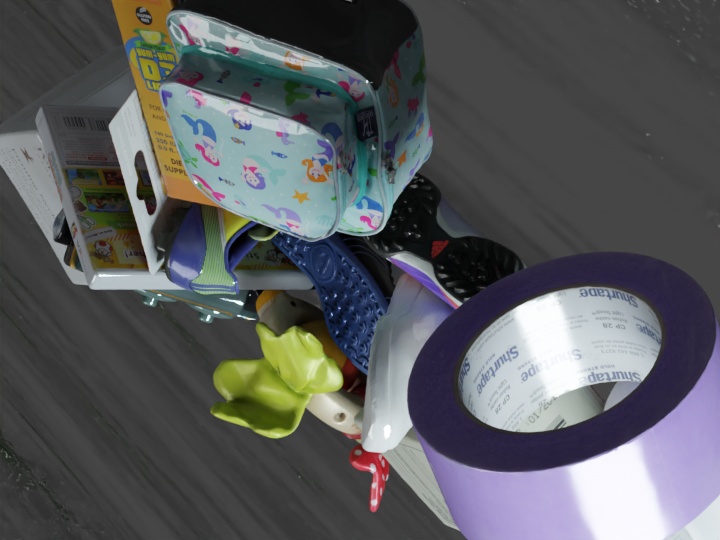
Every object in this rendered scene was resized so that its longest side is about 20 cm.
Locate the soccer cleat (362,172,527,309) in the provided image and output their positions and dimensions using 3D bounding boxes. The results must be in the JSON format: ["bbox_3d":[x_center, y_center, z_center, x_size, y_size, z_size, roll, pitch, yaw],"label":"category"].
[{"bbox_3d":[0.064,-0.009,1.676,0.200,0.068,0.073,38,171,46],"label":"soccer cleat"}]

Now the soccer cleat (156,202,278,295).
[{"bbox_3d":[-0.085,-0.061,1.790,0.083,0.201,0.065,17,148,17],"label":"soccer cleat"}]

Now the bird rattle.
[{"bbox_3d":[-0.018,0.087,1.840,0.199,0.113,0.164,25,-149,-30],"label":"bird rattle"}]

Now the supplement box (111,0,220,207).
[{"bbox_3d":[-0.126,-0.147,1.685,0.066,0.069,0.201,12,131,33],"label":"supplement box"}]

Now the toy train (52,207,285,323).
[{"bbox_3d":[-0.158,-0.008,1.906,0.199,0.086,0.114,19,-179,-19],"label":"toy train"}]

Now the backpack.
[{"bbox_3d":[-0.041,-0.111,1.607,0.177,0.151,0.200,20,154,21],"label":"backpack"}]

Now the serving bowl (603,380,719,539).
[{"bbox_3d":[0.227,0.157,1.543,0.200,0.066,0.200,47,162,21],"label":"serving bowl"}]

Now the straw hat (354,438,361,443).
[{"bbox_3d":[0.023,0.107,1.953,0.201,0.085,0.201,48,161,22],"label":"straw hat"}]

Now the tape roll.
[{"bbox_3d":[0.134,0.084,1.424,0.200,0.199,0.085,32,152,50],"label":"tape roll"}]

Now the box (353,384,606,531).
[{"bbox_3d":[0.106,0.130,1.713,0.128,0.109,0.200,49,166,-20],"label":"box"}]

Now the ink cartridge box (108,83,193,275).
[{"bbox_3d":[-0.149,-0.124,1.786,0.057,0.200,0.163,16,140,26],"label":"ink cartridge box"}]

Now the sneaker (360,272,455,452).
[{"bbox_3d":[0.053,0.065,1.644,0.088,0.200,0.076,12,122,7],"label":"sneaker"}]

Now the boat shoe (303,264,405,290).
[{"bbox_3d":[-0.038,-0.016,1.917,0.200,0.068,0.072,40,158,39],"label":"boat shoe"}]

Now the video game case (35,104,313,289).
[{"bbox_3d":[-0.149,-0.059,1.857,0.023,0.199,0.183,-59,42,41],"label":"video game case"}]

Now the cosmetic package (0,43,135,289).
[{"bbox_3d":[-0.209,-0.098,2.055,0.168,0.166,0.200,59,161,-13],"label":"cosmetic package"}]

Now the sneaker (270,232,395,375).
[{"bbox_3d":[0.000,0.000,1.807,0.201,0.078,0.070,56,133,27],"label":"sneaker"}]
